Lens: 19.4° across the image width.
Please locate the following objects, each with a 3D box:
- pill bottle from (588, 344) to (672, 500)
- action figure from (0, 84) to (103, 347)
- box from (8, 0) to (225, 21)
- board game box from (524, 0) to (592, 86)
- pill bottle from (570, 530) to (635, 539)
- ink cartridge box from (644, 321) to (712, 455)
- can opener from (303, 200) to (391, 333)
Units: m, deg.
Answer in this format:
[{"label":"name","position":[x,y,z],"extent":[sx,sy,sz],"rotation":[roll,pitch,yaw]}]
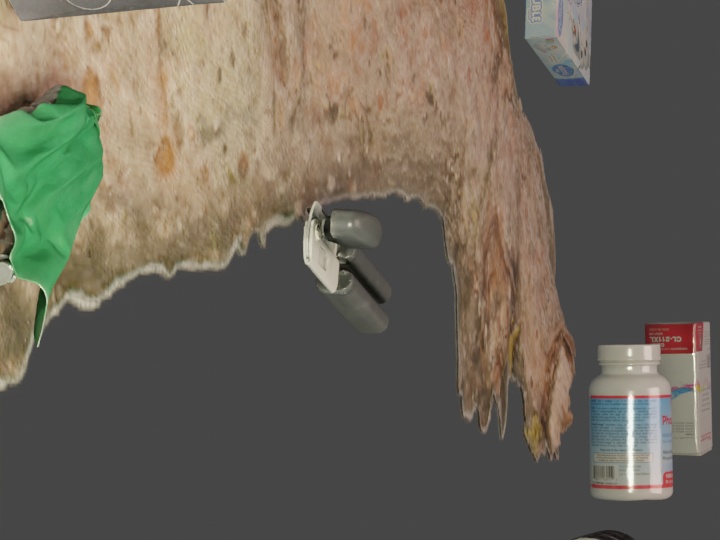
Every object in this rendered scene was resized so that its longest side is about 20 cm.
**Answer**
[{"label":"pill bottle","position":[0.352,0.197,2.753],"extent":[0.109,0.108,0.201],"rotation":[4,85,-73]},{"label":"action figure","position":[-0.177,-0.052,1.160],"extent":[0.200,0.054,0.119],"rotation":[-69,152,-65]},{"label":"box","position":[-0.150,-0.242,1.126],"extent":[0.200,0.132,0.115],"rotation":[66,27,-51]},{"label":"board game box","position":[0.240,-0.346,2.538],"extent":[0.199,0.043,0.201],"rotation":[36,55,-69]},{"label":"pill bottle","position":[0.294,0.370,2.561],"extent":[0.200,0.106,0.107],"rotation":[10,79,-72]},{"label":"ink cartridge box","position":[0.488,0.179,3.237],"extent":[0.146,0.082,0.201],"rotation":[3,86,-73]},{"label":"can opener","position":[0.000,0.000,1.702],"extent":[0.200,0.067,0.054],"rotation":[49,43,-64]}]
